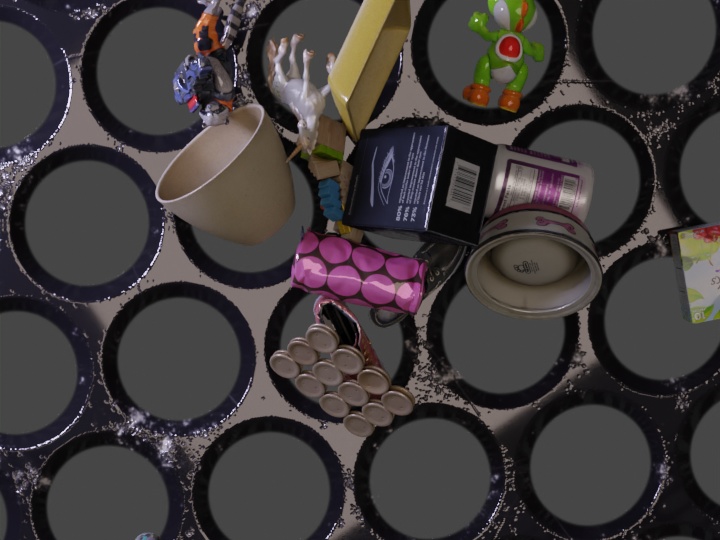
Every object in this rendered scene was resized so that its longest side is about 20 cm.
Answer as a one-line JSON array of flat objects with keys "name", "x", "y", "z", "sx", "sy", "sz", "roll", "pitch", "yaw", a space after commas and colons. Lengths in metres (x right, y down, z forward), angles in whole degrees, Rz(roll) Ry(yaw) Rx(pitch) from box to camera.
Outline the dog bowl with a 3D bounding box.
[{"name": "dog bowl", "x": 0.253, "y": -0.016, "z": 1.511, "sx": 0.198, "sy": 0.201, "sz": 0.074, "roll": 12, "pitch": 52, "yaw": -1}]

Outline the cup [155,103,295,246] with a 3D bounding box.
[{"name": "cup", "x": -0.176, "y": -0.121, "z": 1.502, "sx": 0.200, "sy": 0.200, "sz": 0.143, "roll": -39, "pitch": 118, "yaw": 2}]

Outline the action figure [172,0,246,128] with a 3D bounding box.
[{"name": "action figure", "x": -0.208, "y": -0.303, "z": 1.485, "sx": 0.104, "sy": 0.200, "sz": 0.196, "roll": -2, "pitch": 94, "yaw": -21}]

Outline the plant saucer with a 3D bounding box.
[{"name": "plant saucer", "x": 0.009, "y": -0.302, "z": 1.464, "sx": 0.048, "sy": 0.200, "sz": 0.201, "roll": 24, "pitch": 84, "yaw": 7}]

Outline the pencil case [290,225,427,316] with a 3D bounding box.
[{"name": "pencil case", "x": 0.000, "y": 0.000, "z": 1.503, "sx": 0.198, "sy": 0.091, "sz": 0.094, "roll": 16, "pitch": 49, "yaw": 3}]

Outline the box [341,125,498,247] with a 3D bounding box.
[{"name": "box", "x": 0.081, "y": -0.121, "z": 1.471, "sx": 0.104, "sy": 0.199, "sz": 0.150, "roll": 14, "pitch": 87, "yaw": -37}]

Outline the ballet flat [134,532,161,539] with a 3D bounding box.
[{"name": "ballet flat", "x": -0.326, "y": 0.508, "z": 1.584, "sx": 0.071, "sy": 0.072, "sz": 0.203, "roll": -6, "pitch": 94, "yaw": -1}]

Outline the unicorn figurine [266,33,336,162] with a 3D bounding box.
[{"name": "unicorn figurine", "x": -0.086, "y": -0.257, "z": 1.495, "sx": 0.073, "sy": 0.200, "sz": 0.139, "roll": 2, "pitch": 118, "yaw": -22}]

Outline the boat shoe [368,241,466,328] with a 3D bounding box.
[{"name": "boat shoe", "x": 0.091, "y": 0.013, "z": 1.565, "sx": 0.069, "sy": 0.057, "sz": 0.200, "roll": 42, "pitch": 92, "yaw": -3}]

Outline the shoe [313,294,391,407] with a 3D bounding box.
[{"name": "shoe", "x": -0.013, "y": 0.128, "z": 1.553, "sx": 0.071, "sy": 0.091, "sz": 0.201, "roll": -27, "pitch": 94, "yaw": 1}]

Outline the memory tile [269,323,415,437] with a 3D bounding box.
[{"name": "memory tile", "x": -0.027, "y": 0.165, "z": 1.537, "sx": 0.200, "sy": 0.017, "sz": 0.153, "roll": 41, "pitch": 135, "yaw": -12}]

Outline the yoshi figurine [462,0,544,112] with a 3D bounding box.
[{"name": "yoshi figurine", "x": 0.216, "y": -0.345, "z": 1.541, "sx": 0.111, "sy": 0.112, "sz": 0.202, "roll": 26, "pitch": 111, "yaw": 37}]

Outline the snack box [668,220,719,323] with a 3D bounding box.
[{"name": "snack box", "x": 0.582, "y": -0.008, "z": 1.573, "sx": 0.198, "sy": 0.053, "sz": 0.144, "roll": -11, "pitch": 95, "yaw": 0}]

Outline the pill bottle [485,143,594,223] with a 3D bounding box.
[{"name": "pill bottle", "x": 0.235, "y": -0.124, "z": 1.531, "sx": 0.198, "sy": 0.112, "sz": 0.113, "roll": 13, "pitch": 93, "yaw": -1}]

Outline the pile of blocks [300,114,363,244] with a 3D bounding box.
[{"name": "pile of blocks", "x": -0.052, "y": -0.129, "z": 1.546, "sx": 0.082, "sy": 0.062, "sz": 0.202, "roll": -14, "pitch": 92, "yaw": -45}]
